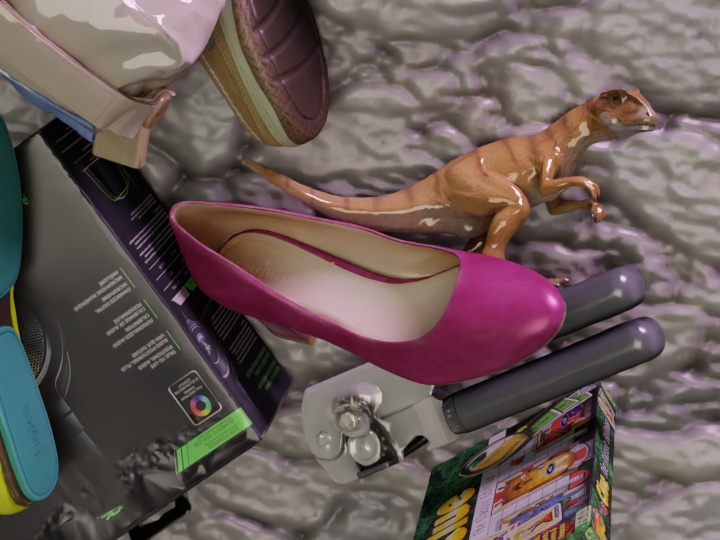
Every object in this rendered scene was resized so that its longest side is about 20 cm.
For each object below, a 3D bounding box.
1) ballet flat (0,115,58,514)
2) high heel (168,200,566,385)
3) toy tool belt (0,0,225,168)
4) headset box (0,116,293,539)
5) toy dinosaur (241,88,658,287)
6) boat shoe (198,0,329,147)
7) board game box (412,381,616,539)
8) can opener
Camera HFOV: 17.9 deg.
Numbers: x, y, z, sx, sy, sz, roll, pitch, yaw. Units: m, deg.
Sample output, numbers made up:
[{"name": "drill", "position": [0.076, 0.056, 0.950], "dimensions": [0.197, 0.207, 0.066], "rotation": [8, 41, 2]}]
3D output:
[{"name": "ballet flat", "position": [-0.191, 0.021, 1.073], "dimensions": [0.067, 0.067, 0.201], "rotation": [0, 107, 22]}, {"name": "high heel", "position": [0.000, 0.000, 1.084], "dimensions": [0.096, 0.199, 0.068], "rotation": [43, 66, -42]}, {"name": "toy tool belt", "position": [-0.166, -0.134, 1.060], "dimensions": [0.199, 0.125, 0.123], "rotation": [34, 135, -3]}, {"name": "headset box", "position": [-0.157, 0.048, 1.155], "dimensions": [0.174, 0.093, 0.200], "rotation": [-33, 98, 15]}, {"name": "toy dinosaur", "position": [0.054, -0.033, 1.132], "dimensions": [0.199, 0.060, 0.107], "rotation": [-18, 89, 2]}, {"name": "boat shoe", "position": [-0.082, -0.148, 1.115], "dimensions": [0.076, 0.072, 0.201], "rotation": [-20, 93, 26]}, {"name": "board game box", "position": [0.072, 0.114, 1.084], "dimensions": [0.104, 0.200, 0.024], "rotation": [-32, 99, 14]}, {"name": "can opener", "position": [0.057, 0.051, 1.126], "dimensions": [0.199, 0.066, 0.053], "rotation": [-24, 86, 27]}]
